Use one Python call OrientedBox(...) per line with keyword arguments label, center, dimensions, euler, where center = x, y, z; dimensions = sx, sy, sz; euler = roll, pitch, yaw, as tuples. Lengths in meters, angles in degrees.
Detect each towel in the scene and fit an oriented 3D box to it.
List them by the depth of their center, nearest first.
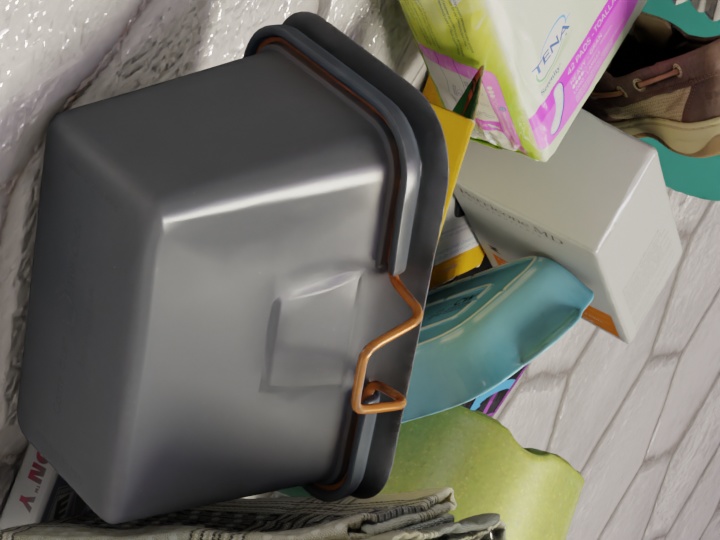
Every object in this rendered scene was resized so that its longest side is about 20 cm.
OrientedBox(label="towel", center=(-0.047, 0.115, 1.063), dimensions=(0.192, 0.198, 0.035), euler=(10, 79, -71))

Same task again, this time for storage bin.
OrientedBox(label="storage bin", center=(-0.058, 0.014, 1.001), dimensions=(0.134, 0.145, 0.201), euler=(-15, 130, -35))

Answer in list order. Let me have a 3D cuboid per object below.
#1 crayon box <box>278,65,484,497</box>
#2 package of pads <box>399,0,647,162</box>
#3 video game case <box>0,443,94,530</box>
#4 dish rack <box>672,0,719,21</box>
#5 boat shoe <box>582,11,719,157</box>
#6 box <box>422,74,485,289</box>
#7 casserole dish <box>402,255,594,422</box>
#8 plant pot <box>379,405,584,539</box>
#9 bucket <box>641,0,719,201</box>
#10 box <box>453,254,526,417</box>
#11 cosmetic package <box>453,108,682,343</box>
OrientedBox(label="crayon box", center=(0.000, 0.000, 1.191), dimensions=(0.127, 0.050, 0.201), euler=(122, -12, -59))
OrientedBox(label="package of pads", center=(0.083, -0.167, 1.226), dimensions=(0.155, 0.068, 0.200), euler=(-56, 149, -21))
OrientedBox(label="video game case", center=(-0.091, 0.041, 1.158), dimensions=(0.200, 0.023, 0.183), euler=(-15, 130, -66))
OrientedBox(label="dish rack", center=(0.169, -0.220, 1.304), dimensions=(0.043, 0.173, 0.200), euler=(-23, 172, 2))
OrientedBox(label="boat shoe", center=(0.158, -0.114, 1.337), dimensions=(0.072, 0.200, 0.072), euler=(-29, 109, -12))
OrientedBox(label="box", center=(0.068, -0.089, 1.392), dimensions=(0.119, 0.041, 0.201), euler=(-22, 134, -64))
OrientedBox(label="casserole dish", center=(0.047, 0.041, 1.376), dimensions=(0.121, 0.039, 0.199), euler=(-40, -168, -34))
OrientedBox(label="plant pot", center=(0.037, 0.176, 1.439), dimensions=(0.185, 0.199, 0.200), euler=(-64, 163, -8))
OrientedBox(label="bucket", center=(0.231, -0.153, 1.502), dimensions=(0.135, 0.206, 0.208), euler=(-48, 158, -37))
OrientedBox(label="box", center=(0.065, 0.068, 1.578), dimensions=(0.201, 0.036, 0.143), euler=(-58, 159, -2))
OrientedBox(label="cosmetic package", center=(0.122, -0.032, 1.396), dimensions=(0.072, 0.101, 0.200), euler=(-59, 161, -8))
